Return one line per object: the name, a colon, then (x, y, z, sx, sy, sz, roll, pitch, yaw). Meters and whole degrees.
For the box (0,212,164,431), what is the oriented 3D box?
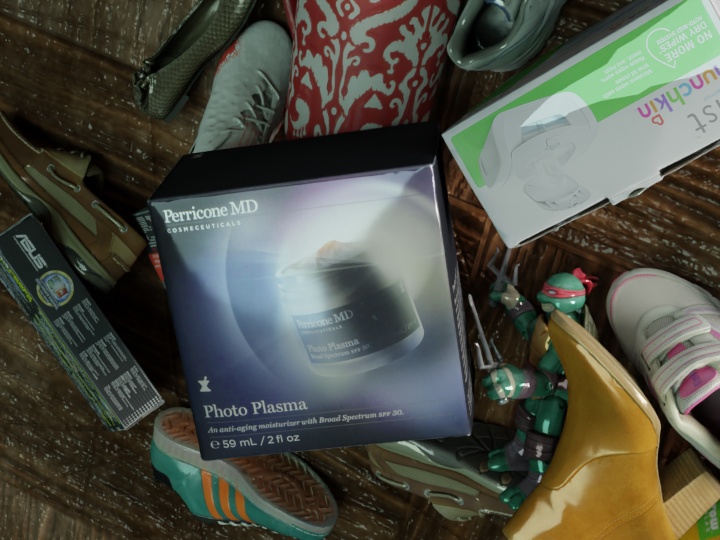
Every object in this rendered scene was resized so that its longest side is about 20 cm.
box: (-0.261, 0.053, 1.240, 0.201, 0.044, 0.160, 55, 162, -3)

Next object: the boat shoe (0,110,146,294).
boat shoe: (-0.263, -0.070, 1.231, 0.074, 0.076, 0.200, -39, 74, -6)

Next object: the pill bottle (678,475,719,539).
pill bottle: (0.277, 0.215, 1.042, 0.199, 0.111, 0.112, -26, 98, 33)

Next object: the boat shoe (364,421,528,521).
boat shoe: (0.091, 0.171, 1.150, 0.199, 0.076, 0.072, 22, 123, 28)

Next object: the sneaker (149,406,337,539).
sneaker: (-0.110, 0.203, 1.268, 0.199, 0.071, 0.080, 27, 125, 21)

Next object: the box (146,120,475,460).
box: (-0.029, 0.014, 0.973, 0.198, 0.123, 0.200, -7, 108, 8)

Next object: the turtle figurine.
turtle figurine: (0.133, 0.072, 1.041, 0.100, 0.150, 0.202, 6, 109, 11)

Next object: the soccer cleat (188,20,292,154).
soccer cleat: (-0.097, -0.104, 1.075, 0.068, 0.085, 0.201, 26, 83, -19)

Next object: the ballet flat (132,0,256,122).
ballet flat: (-0.131, -0.197, 1.105, 0.046, 0.068, 0.200, 25, 132, -22)

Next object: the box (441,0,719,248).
box: (0.182, -0.119, 0.912, 0.199, 0.176, 0.097, -28, 97, 34)

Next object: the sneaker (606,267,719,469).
sneaker: (0.246, 0.071, 0.983, 0.081, 0.088, 0.200, -46, 61, 13)

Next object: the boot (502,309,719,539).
boot: (0.154, 0.141, 0.981, 0.144, 0.071, 0.201, -39, 106, 9)

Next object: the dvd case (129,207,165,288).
dvd case: (-0.135, 0.035, 1.184, 0.201, 0.022, 0.146, 64, 163, -7)

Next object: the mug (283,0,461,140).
mug: (0.007, -0.195, 1.023, 0.132, 0.178, 0.201, 2, 123, -14)

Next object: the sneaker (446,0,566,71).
sneaker: (0.129, -0.214, 0.953, 0.074, 0.087, 0.201, 37, 122, 10)
